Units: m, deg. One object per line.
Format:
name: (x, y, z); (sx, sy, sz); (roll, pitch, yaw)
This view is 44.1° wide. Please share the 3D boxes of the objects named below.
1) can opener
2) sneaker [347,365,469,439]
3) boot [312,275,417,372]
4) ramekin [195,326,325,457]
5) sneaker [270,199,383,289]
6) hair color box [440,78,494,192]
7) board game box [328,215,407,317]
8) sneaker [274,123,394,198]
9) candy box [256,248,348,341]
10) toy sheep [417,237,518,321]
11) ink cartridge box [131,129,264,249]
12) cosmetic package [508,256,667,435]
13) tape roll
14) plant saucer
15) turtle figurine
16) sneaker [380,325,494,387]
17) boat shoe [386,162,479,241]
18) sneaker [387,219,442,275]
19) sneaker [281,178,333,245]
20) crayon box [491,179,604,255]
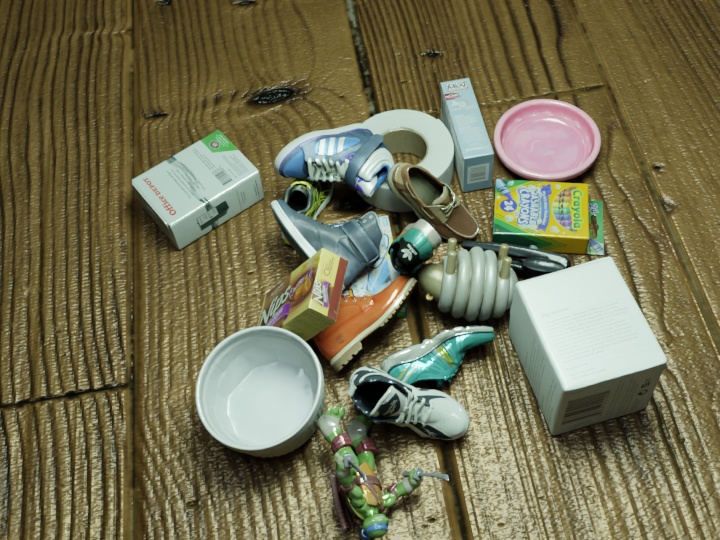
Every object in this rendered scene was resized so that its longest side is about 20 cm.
can opener: (0.269, -0.022, 1.554); (0.200, 0.079, 0.063); (14, 66, 24)
sneaker: (0.066, 0.210, 1.353); (0.199, 0.130, 0.080); (30, 99, 10)
boot: (0.001, 0.063, 1.473); (0.200, 0.075, 0.107); (-43, 80, -5)
ramekin: (-0.149, 0.198, 1.397); (0.200, 0.105, 0.201); (-4, 63, 8)
sneaker: (-0.050, -0.075, 1.544); (0.146, 0.077, 0.202); (-39, 78, -8)
hair color box: (0.201, -0.259, 1.695); (0.061, 0.099, 0.200); (-10, 56, -2)
board game box: (0.000, 0.000, 1.575); (0.135, 0.034, 0.200); (-10, 56, -2)
sneaker: (-0.038, -0.181, 1.588); (0.200, 0.081, 0.147); (-21, 54, -16)
candy box: (-0.101, 0.059, 1.451); (0.056, 0.200, 0.117); (28, 54, -23)
toy sheep: (0.195, 0.021, 1.488); (0.200, 0.138, 0.138); (8, 57, 3)
ink cartridge box: (-0.305, -0.153, 1.674); (0.200, 0.083, 0.147); (-33, 60, -18)
cosmetic package: (0.345, 0.118, 1.389); (0.165, 0.165, 0.200); (-15, 57, -6)
tape roll: (0.079, -0.210, 1.690); (0.202, 0.071, 0.203); (-2, 55, 4)
plant saucer: (0.355, -0.240, 1.700); (0.200, 0.051, 0.201); (-2, 57, 4)
turtle figurine: (0.023, 0.277, 1.311); (0.144, 0.200, 0.194); (-10, 45, -20)
sneaker: (0.132, 0.148, 1.455); (0.200, 0.078, 0.080); (-24, 74, -5)
boat shoe: (0.135, -0.118, 1.572); (0.200, 0.072, 0.076); (34, 75, -18)
sneaker: (0.079, -0.032, 1.504); (0.080, 0.200, 0.071); (-41, 86, -8)
sneaker: (-0.098, -0.143, 1.650); (0.074, 0.085, 0.200); (7, 57, 9)
crayon box: (0.340, -0.098, 1.604); (0.200, 0.052, 0.126); (4, 57, 7)
